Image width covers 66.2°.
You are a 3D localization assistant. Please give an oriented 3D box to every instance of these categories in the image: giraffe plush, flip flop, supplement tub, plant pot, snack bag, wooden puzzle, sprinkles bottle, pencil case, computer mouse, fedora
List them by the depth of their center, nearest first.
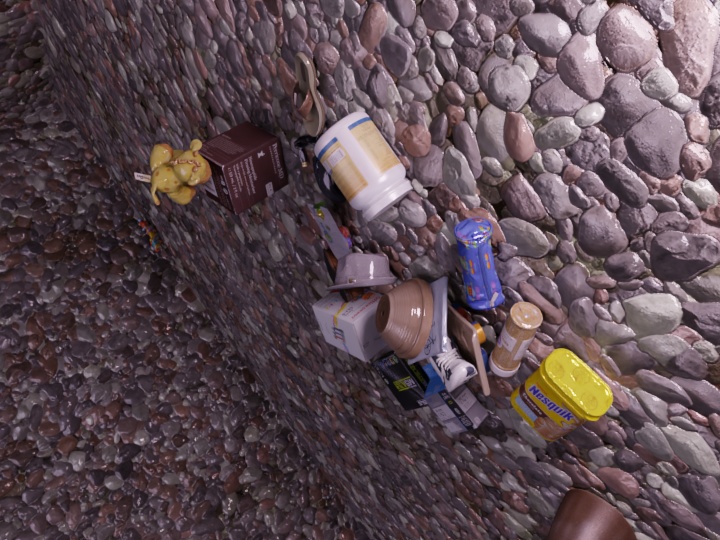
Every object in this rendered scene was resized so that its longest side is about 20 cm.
[{"bbox_3d":[0.246,-0.007,1.139,0.087,0.077,0.202,-116,7,-60],"label":"pencil case"},{"bbox_3d":[0.332,0.152,1.193,0.068,0.068,0.201,39,148,26],"label":"sprinkles bottle"},{"bbox_3d":[0.008,-0.224,1.202,0.201,0.144,0.145,55,152,0],"label":"supplement tub"},{"bbox_3d":[-0.133,-0.411,1.308,0.081,0.057,0.201,33,145,35],"label":"flip flop"},{"bbox_3d":[0.255,0.168,1.310,0.200,0.046,0.187,-122,12,-60],"label":"wooden puzzle"},{"bbox_3d":[0.521,0.667,1.319,0.186,0.199,0.188,37,147,29],"label":"plant pot"},{"bbox_3d":[0.165,0.120,1.336,0.200,0.021,0.191,139,139,-63],"label":"snack bag"},{"bbox_3d":[0.096,0.113,1.370,0.201,0.092,0.203,-168,90,-73],"label":"plant pot"},{"bbox_3d":[-0.116,-0.262,1.454,0.140,0.046,0.202,10,129,51],"label":"computer mouse"},{"bbox_3d":[0.000,0.000,1.464,0.199,0.176,0.091,-7,88,41],"label":"fedora"},{"bbox_3d":[-0.477,-0.273,1.489,0.161,0.200,0.174,-13,100,24],"label":"giraffe plush"}]

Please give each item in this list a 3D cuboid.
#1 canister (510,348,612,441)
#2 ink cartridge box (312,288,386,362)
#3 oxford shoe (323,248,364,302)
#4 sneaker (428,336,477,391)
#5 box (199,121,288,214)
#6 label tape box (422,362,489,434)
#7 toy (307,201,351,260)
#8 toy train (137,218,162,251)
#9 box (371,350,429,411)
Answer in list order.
[{"bbox_3d":[0.417,0.271,1.174,0.149,0.086,0.201,45,152,18],"label":"canister"},{"bbox_3d":[-0.014,0.147,1.633,0.199,0.145,0.146,18,135,47],"label":"ink cartridge box"},{"bbox_3d":[-0.053,0.006,1.635,0.201,0.071,0.072,57,162,31],"label":"oxford shoe"},{"bbox_3d":[0.204,0.209,1.296,0.130,0.079,0.199,58,-179,17],"label":"sneaker"},{"bbox_3d":[-0.345,-0.300,1.601,0.164,0.199,0.167,31,145,35],"label":"box"},{"bbox_3d":[0.245,0.353,1.546,0.200,0.063,0.144,51,151,7],"label":"label tape box"},{"bbox_3d":[-0.065,-0.107,1.535,0.115,0.047,0.201,21,148,54],"label":"toy"},{"bbox_3d":[-1.192,-0.206,3.151,0.150,0.055,0.202,16,130,51],"label":"toy train"},{"bbox_3d":[0.137,0.338,1.713,0.194,0.047,0.200,56,152,3],"label":"box"}]
